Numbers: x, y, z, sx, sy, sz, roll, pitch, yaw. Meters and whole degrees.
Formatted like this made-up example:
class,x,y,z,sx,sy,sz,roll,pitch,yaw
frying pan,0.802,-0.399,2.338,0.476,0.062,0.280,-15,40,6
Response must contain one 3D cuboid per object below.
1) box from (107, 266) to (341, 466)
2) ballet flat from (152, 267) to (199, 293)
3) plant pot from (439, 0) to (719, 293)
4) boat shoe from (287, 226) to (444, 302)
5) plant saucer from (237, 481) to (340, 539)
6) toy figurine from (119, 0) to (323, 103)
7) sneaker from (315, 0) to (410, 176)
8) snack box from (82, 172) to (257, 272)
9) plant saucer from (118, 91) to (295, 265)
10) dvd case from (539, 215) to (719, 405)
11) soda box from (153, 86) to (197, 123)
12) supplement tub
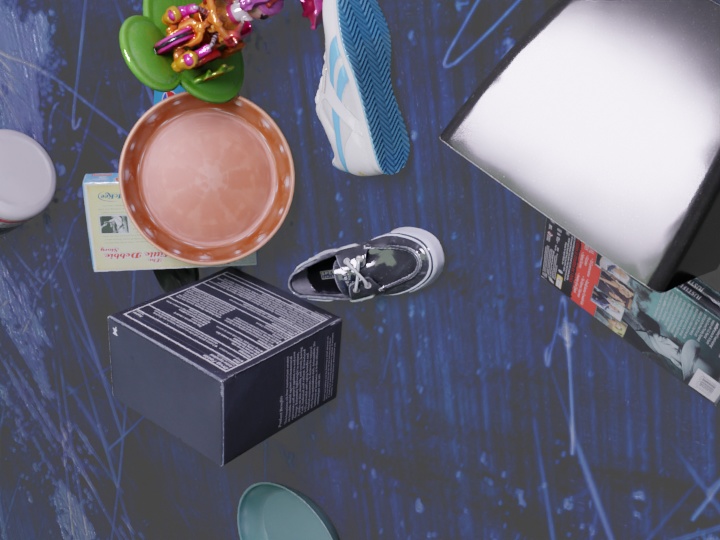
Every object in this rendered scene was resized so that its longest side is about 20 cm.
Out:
class,x,y,z,sx,sy,sz,roll,pitch,yaw
box,-0.162,0.106,1.098,0.200,0.198,0.124,23,120,34
ballet flat,-0.253,-0.047,1.232,0.066,0.057,0.201,-7,109,14
plant pot,0.217,-0.120,0.690,0.200,0.199,0.178,40,115,23
boat shoe,0.000,0.000,1.003,0.199,0.068,0.072,-6,103,42
plant saucer,-0.088,0.374,1.251,0.199,0.036,0.201,17,117,37
toy figurine,-0.122,-0.271,0.940,0.184,0.200,0.151,-21,101,32
sneaker,-0.012,-0.194,0.933,0.081,0.076,0.201,0,105,43
snack box,-0.227,-0.061,1.107,0.037,0.199,0.117,-107,16,-64
plant saucer,-0.176,-0.107,1.057,0.032,0.199,0.201,-153,44,-82
dvd case,0.240,0.024,0.782,0.200,0.022,0.146,40,165,24
soda box,-0.210,-0.173,1.122,0.068,0.064,0.201,28,124,30
supplement tub,-0.572,-0.122,1.407,0.200,0.140,0.141,-19,94,43
